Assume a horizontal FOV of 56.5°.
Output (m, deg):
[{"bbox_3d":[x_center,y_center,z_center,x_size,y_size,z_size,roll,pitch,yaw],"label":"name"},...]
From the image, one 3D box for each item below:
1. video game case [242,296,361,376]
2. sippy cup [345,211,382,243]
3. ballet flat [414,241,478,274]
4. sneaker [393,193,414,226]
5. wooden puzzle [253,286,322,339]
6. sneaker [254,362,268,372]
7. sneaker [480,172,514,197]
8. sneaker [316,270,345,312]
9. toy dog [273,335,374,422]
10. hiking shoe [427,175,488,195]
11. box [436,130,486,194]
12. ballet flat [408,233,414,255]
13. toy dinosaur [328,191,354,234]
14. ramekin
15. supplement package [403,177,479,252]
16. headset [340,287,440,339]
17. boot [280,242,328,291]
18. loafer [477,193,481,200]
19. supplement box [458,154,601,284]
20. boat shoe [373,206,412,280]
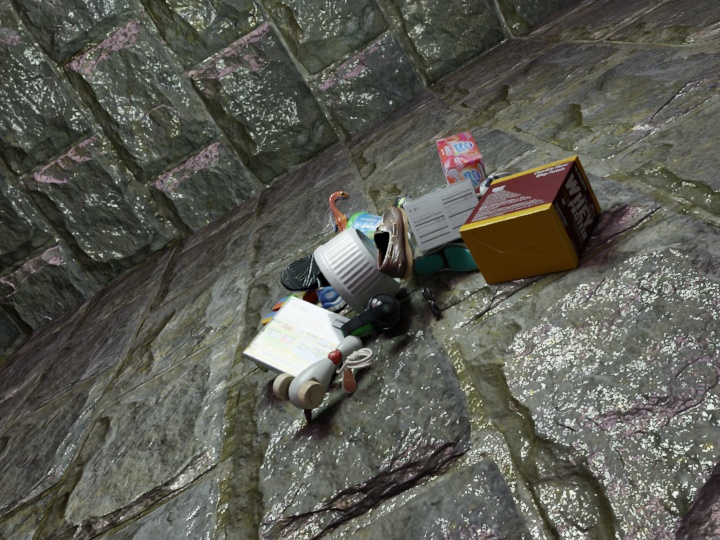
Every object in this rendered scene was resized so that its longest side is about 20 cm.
[{"bbox_3d":[-0.120,0.152,1.428,0.199,0.023,0.182,20,52,26],"label":"video game case"},{"bbox_3d":[0.049,-0.083,1.734,0.130,0.140,0.179,2,63,40],"label":"sippy cup"},{"bbox_3d":[0.203,-0.033,1.481,0.199,0.070,0.069,-11,29,52],"label":"ballet flat"},{"bbox_3d":[0.128,-0.149,1.721,0.071,0.082,0.200,-59,19,10],"label":"sneaker"},{"bbox_3d":[-0.175,0.106,1.728,0.184,0.046,0.200,-18,25,33],"label":"wooden puzzle"},{"bbox_3d":[-0.140,0.176,1.478,0.198,0.077,0.076,-7,42,9],"label":"sneaker"},{"bbox_3d":[0.334,-0.177,1.533,0.198,0.080,0.129,-14,-1,-26],"label":"sneaker"},{"bbox_3d":[-0.058,0.020,1.690,0.078,0.090,0.200,-21,22,26],"label":"sneaker"},{"bbox_3d":[-0.064,0.214,1.279,0.199,0.097,0.132,-24,26,-17],"label":"toy dog"},{"bbox_3d":[0.247,-0.190,1.747,0.199,0.076,0.101,-26,18,14],"label":"hiking shoe"},{"bbox_3d":[0.258,-0.267,1.703,0.095,0.100,0.201,-14,29,7],"label":"box"},{"bbox_3d":[0.095,-0.055,1.562,0.069,0.070,0.200,-31,19,3],"label":"ballet flat"},{"bbox_3d":[-0.029,-0.124,1.845,0.104,0.182,0.200,-30,21,3],"label":"toy dinosaur"},{"bbox_3d":[0.000,0.000,1.471,0.105,0.200,0.200,-40,19,9],"label":"ramekin"},{"bbox_3d":[0.188,-0.118,1.496,0.155,0.112,0.200,-21,-1,6],"label":"supplement package"},{"bbox_3d":[0.058,0.096,1.356,0.199,0.095,0.123,-29,-13,6],"label":"headset"},{"bbox_3d":[-0.154,0.019,1.774,0.200,0.077,0.168,-39,-3,-37],"label":"boot"},{"bbox_3d":[0.225,-0.127,1.636,0.199,0.076,0.068,-33,26,0],"label":"loafer"},{"bbox_3d":[0.338,-0.098,1.323,0.196,0.133,0.200,-13,28,42],"label":"supplement box"},{"bbox_3d":[0.062,-0.068,1.407,0.201,0.070,0.071,-97,26,-46],"label":"boat shoe"}]
